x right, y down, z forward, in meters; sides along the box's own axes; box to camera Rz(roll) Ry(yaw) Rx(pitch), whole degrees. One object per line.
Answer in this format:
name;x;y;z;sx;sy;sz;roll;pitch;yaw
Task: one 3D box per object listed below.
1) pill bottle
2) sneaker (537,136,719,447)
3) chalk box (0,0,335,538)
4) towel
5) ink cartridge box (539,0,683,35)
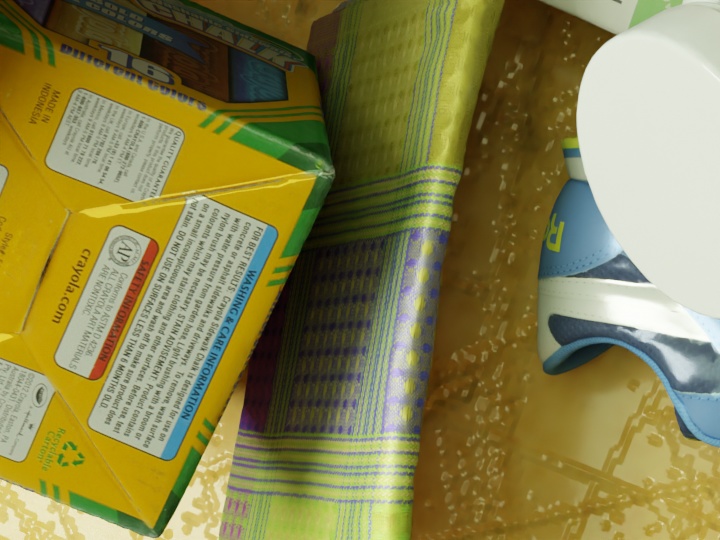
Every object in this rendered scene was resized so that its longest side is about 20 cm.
pill bottle;0.160;-0.063;0.680;0.199;0.112;0.112;-27;71;-27
sneaker;0.142;0.024;0.742;0.199;0.074;0.083;22;94;24
chalk box;-0.089;-0.026;0.766;0.124;0.200;0.125;23;105;-8
towel;0.000;0.000;0.764;0.023;0.144;0.201;12;82;-21
ink cartridge box;0.054;-0.153;0.759;0.199;0.067;0.118;25;117;14
